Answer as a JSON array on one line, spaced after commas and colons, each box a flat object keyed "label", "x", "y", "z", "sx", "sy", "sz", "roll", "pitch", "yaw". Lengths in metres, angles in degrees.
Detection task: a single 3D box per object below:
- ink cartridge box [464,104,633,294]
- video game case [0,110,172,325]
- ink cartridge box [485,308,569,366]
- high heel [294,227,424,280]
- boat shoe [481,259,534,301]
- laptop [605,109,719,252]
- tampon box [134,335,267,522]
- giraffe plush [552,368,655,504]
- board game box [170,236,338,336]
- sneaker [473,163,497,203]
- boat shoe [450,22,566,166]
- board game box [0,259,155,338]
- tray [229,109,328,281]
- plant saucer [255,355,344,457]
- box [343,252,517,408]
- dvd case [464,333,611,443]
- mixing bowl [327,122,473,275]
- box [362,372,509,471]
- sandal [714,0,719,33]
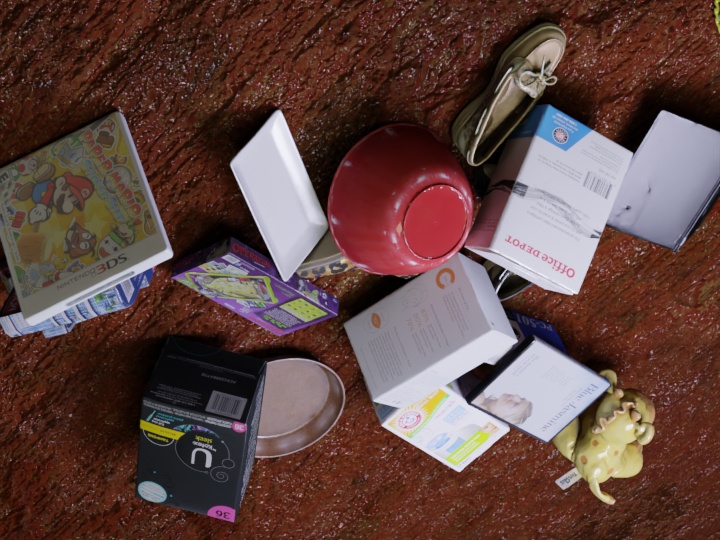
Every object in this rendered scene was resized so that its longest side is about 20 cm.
[{"label": "ink cartridge box", "x": 0.242, "y": -0.090, "z": 1.574, "sx": 0.143, "sy": 0.084, "sz": 0.203, "roll": 25, "pitch": 84, "yaw": -20}, {"label": "video game case", "x": -0.324, "y": -0.062, "z": 1.387, "sx": 0.180, "sy": 0.202, "sz": 0.023, "roll": -25, "pitch": 154, "yaw": 2}, {"label": "ink cartridge box", "x": 0.217, "y": 0.101, "z": 1.801, "sx": 0.198, "sy": 0.095, "sz": 0.044, "roll": 19, "pitch": 121, "yaw": -32}, {"label": "high heel", "x": 0.000, "y": 0.000, "z": 1.650, "sx": 0.198, "sy": 0.072, "sz": 0.144, "roll": -25, "pitch": 135, "yaw": -3}, {"label": "boat shoe", "x": 0.261, "y": -0.022, "z": 1.731, "sx": 0.199, "sy": 0.065, "sz": 0.073, "roll": -38, "pitch": 129, "yaw": 10}, {"label": "laptop", "x": 0.451, "y": -0.138, "z": 1.713, "sx": 0.199, "sy": 0.115, "sz": 0.189, "roll": -33, "pitch": 154, "yaw": -55}, {"label": "tampon box", "x": -0.220, "y": 0.221, "z": 1.680, "sx": 0.147, "sy": 0.127, "sz": 0.202, "roll": 13, "pitch": 128, "yaw": 3}, {"label": "giraffe plush", "x": 0.389, "y": 0.240, "z": 1.899, "sx": 0.172, "sy": 0.200, "sz": 0.163, "roll": 35, "pitch": 126, "yaw": 8}, {"label": "board game box", "x": -0.137, "y": 0.025, "z": 1.611, "sx": 0.119, "sy": 0.033, "sz": 0.199, "roll": -24, "pitch": 140, "yaw": 36}, {"label": "sneaker", "x": 0.243, "y": -0.103, "z": 1.662, "sx": 0.198, "sy": 0.070, "sz": 0.094, "roll": 33, "pitch": 71, "yaw": -15}, {"label": "boat shoe", "x": 0.195, "y": -0.219, "z": 1.540, "sx": 0.073, "sy": 0.063, "sz": 0.201, "roll": 20, "pitch": 119, "yaw": -32}, {"label": "board game box", "x": -0.354, "y": 0.017, "z": 1.468, "sx": 0.197, "sy": 0.201, "sz": 0.062, "roll": -15, "pitch": 118, "yaw": 10}, {"label": "tray", "x": -0.104, "y": -0.093, "z": 1.530, "sx": 0.108, "sy": 0.022, "sz": 0.202, "roll": -51, "pitch": 138, "yaw": -30}, {"label": "plant saucer", "x": -0.121, "y": 0.194, "z": 1.792, "sx": 0.197, "sy": 0.035, "sz": 0.203, "roll": -10, "pitch": 131, "yaw": -12}, {"label": "box", "x": 0.096, "y": 0.086, "z": 1.688, "sx": 0.199, "sy": 0.126, "sz": 0.097, "roll": -32, "pitch": 154, "yaw": 20}, {"label": "dvd case", "x": 0.265, "y": 0.179, "z": 1.808, "sx": 0.199, "sy": 0.018, "sz": 0.143, "roll": 29, "pitch": 114, "yaw": -38}, {"label": "mixing bowl", "x": 0.069, "y": -0.076, "z": 1.539, "sx": 0.197, "sy": 0.108, "sz": 0.204, "roll": -11, "pitch": 112, "yaw": -27}, {"label": "box", "x": 0.114, "y": 0.201, "z": 1.841, "sx": 0.112, "sy": 0.102, "sz": 0.199, "roll": -41, "pitch": 131, "yaw": 16}, {"label": "sandal", "x": 0.501, "y": -0.355, "z": 1.527, "sx": 0.078, "sy": 0.088, "sz": 0.202, "roll": -13, "pitch": 134, "yaw": -12}]
